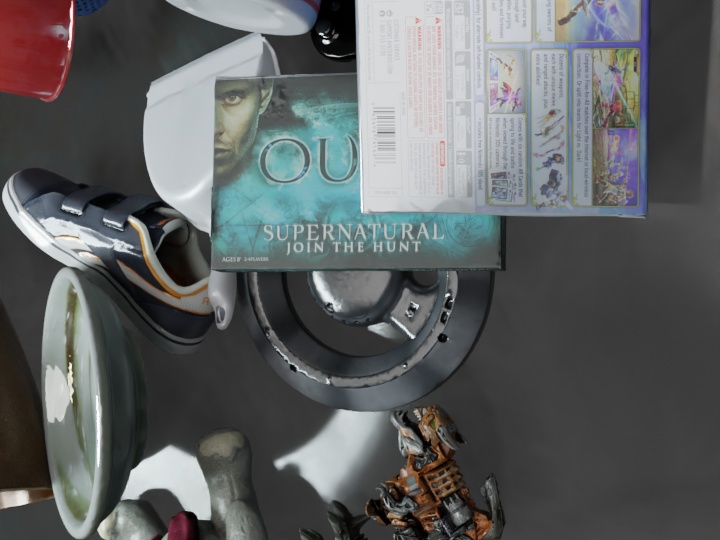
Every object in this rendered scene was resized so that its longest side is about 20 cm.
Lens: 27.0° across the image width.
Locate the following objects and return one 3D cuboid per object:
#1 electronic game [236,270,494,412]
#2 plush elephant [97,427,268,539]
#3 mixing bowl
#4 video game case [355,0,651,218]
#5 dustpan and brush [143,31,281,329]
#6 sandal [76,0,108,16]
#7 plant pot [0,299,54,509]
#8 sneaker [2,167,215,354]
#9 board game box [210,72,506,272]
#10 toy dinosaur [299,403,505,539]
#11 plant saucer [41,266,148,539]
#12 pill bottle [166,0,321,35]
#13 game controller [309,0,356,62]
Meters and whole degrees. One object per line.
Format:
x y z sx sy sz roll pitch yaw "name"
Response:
0.000 0.000 1.061 0.200 0.042 0.200 1 92 25 "electronic game"
-0.148 0.244 1.118 0.165 0.155 0.200 -29 81 31 "plush elephant"
-0.292 -0.222 1.119 0.200 0.108 0.200 29 123 60 "mixing bowl"
0.090 -0.135 0.936 0.181 0.045 0.200 2 103 13 "video game case"
-0.106 -0.058 1.091 0.139 0.057 0.200 -17 58 41 "dustpan and brush"
-0.152 -0.246 1.102 0.200 0.079 0.087 -36 81 31 "sandal"
-0.344 0.094 1.220 0.187 0.187 0.200 -17 76 32 "plant pot"
-0.182 -0.029 1.149 0.200 0.078 0.079 39 120 9 "sneaker"
-0.002 -0.067 1.012 0.200 0.028 0.135 -1 86 12 "board game box"
0.036 0.198 1.044 0.136 0.102 0.200 -8 71 15 "toy dinosaur"
-0.194 0.096 1.113 0.200 0.050 0.200 178 90 -68 "plant saucer"
-0.062 -0.268 1.006 0.112 0.112 0.200 11 86 30 "pill bottle"
0.049 -0.205 1.004 0.200 0.042 0.104 -8 92 31 "game controller"
